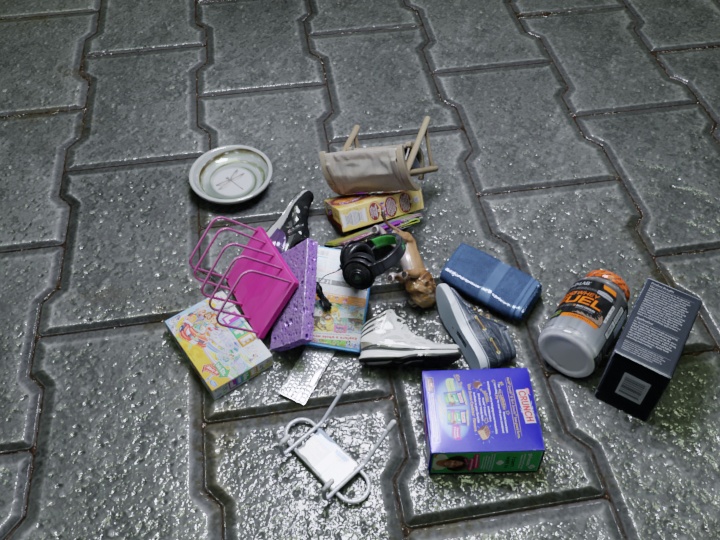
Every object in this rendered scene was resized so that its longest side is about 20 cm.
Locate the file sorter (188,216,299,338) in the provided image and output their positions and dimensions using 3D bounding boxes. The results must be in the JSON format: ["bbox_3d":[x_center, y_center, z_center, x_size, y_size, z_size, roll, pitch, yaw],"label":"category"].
[{"bbox_3d":[-0.240,0.007,1.428,0.124,0.140,0.200,20,22,-42],"label":"file sorter"}]

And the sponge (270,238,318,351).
[{"bbox_3d":[-0.128,0.048,1.414,0.030,0.111,0.203,16,66,-35],"label":"sponge"}]

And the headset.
[{"bbox_3d":[0.000,0.000,1.406,0.198,0.095,0.124,-26,24,4],"label":"headset"}]

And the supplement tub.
[{"bbox_3d":[0.439,0.098,1.407,0.121,0.123,0.200,28,54,22],"label":"supplement tub"}]

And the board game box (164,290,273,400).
[{"bbox_3d":[-0.280,0.142,1.430,0.133,0.034,0.200,-29,55,-23],"label":"board game box"}]

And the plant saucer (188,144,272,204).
[{"bbox_3d":[-0.305,-0.217,1.728,0.197,0.051,0.202,-1,49,1],"label":"plant saucer"}]

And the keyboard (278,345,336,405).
[{"bbox_3d":[-0.088,0.172,1.419,0.056,0.011,0.201,19,52,16],"label":"keyboard"}]

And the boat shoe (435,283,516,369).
[{"bbox_3d":[0.226,0.105,1.437,0.090,0.071,0.202,-17,63,-19],"label":"boat shoe"}]

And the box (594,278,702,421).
[{"bbox_3d":[0.533,0.145,1.349,0.106,0.150,0.200,26,53,21],"label":"box"}]

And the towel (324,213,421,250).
[{"bbox_3d":[0.023,-0.081,1.577,0.198,0.023,0.143,-22,9,-18],"label":"towel"}]

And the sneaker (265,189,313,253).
[{"bbox_3d":[-0.143,-0.090,1.618,0.087,0.076,0.201,30,58,5],"label":"sneaker"}]

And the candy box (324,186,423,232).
[{"bbox_3d":[0.030,-0.149,1.635,0.197,0.057,0.117,-18,22,-13],"label":"candy box"}]

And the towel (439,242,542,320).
[{"bbox_3d":[0.271,0.026,1.519,0.198,0.049,0.112,30,55,22],"label":"towel"}]

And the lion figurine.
[{"bbox_3d":[0.098,-0.023,1.489,0.122,0.072,0.203,7,67,-49],"label":"lion figurine"}]

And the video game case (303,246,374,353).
[{"bbox_3d":[-0.055,0.056,1.452,0.141,0.018,0.203,9,73,-3],"label":"video game case"}]

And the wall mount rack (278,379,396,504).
[{"bbox_3d":[-0.040,0.297,1.269,0.173,0.075,0.199,-37,59,-27],"label":"wall mount rack"}]

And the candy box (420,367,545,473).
[{"bbox_3d":[0.212,0.266,1.294,0.197,0.078,0.171,-2,48,0],"label":"candy box"}]

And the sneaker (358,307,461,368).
[{"bbox_3d":[0.095,0.123,1.402,0.197,0.076,0.117,0,65,3],"label":"sneaker"}]

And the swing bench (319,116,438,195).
[{"bbox_3d":[0.045,-0.242,1.616,0.196,0.131,0.200,1,29,27],"label":"swing bench"}]
